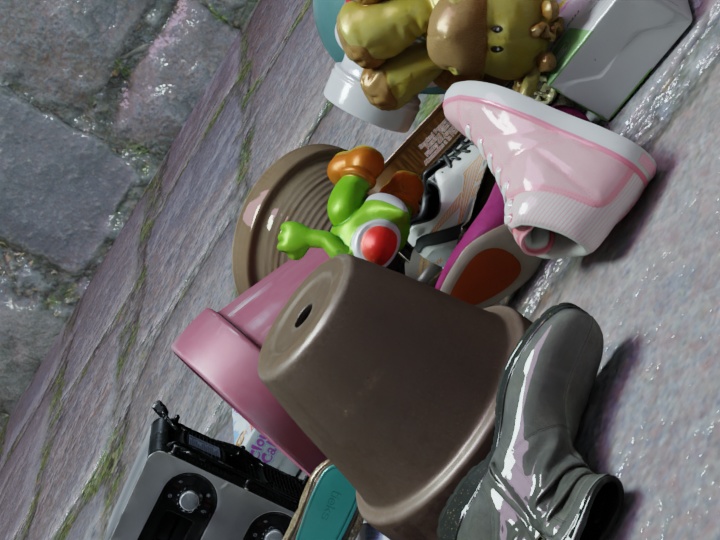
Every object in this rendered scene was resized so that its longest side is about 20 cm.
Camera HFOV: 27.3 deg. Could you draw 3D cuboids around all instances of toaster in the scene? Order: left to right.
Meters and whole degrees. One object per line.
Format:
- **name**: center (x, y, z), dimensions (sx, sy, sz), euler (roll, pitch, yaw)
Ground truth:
- **toaster**: center (-0.132, 0.222, 1.351), dimensions (0.119, 0.181, 0.200), euler (-63, 9, 2)

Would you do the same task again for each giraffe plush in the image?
- **giraffe plush**: center (0.096, -0.207, 1.248), dimensions (0.200, 0.173, 0.162), euler (-29, 34, -7)

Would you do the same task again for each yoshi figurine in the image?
- **yoshi figurine**: center (-0.012, 0.003, 1.261), dimensions (0.112, 0.112, 0.200), euler (72, -153, -55)

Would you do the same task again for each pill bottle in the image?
- **pill bottle**: center (0.044, -0.237, 1.381), dimensions (0.120, 0.119, 0.200), euler (-111, 43, -68)

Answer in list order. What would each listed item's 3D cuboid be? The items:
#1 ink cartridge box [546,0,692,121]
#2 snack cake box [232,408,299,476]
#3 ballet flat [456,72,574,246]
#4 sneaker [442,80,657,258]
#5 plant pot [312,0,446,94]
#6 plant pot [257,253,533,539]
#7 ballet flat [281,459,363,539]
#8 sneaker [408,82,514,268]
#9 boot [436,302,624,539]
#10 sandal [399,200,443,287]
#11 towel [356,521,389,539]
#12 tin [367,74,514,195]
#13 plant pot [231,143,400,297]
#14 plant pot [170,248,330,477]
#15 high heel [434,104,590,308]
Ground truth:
- **ink cartridge box**: center (0.212, -0.235, 1.267), dimensions (0.117, 0.067, 0.200), euler (-52, 19, 33)
- **snack cake box**: center (-0.082, 0.125, 1.578), dimensions (0.115, 0.067, 0.200), euler (-57, 17, 15)
- **ballet flat**: center (0.130, -0.086, 1.280), dimensions (0.067, 0.046, 0.200), euler (15, 78, 42)
- **sneaker**: center (0.122, -0.075, 1.147), dimensions (0.200, 0.075, 0.105), euler (28, 85, 39)
- **plant pot**: center (0.075, -0.272, 1.534), dimensions (0.201, 0.200, 0.161), euler (-60, 37, 5)
- **plant pot**: center (0.022, 0.083, 1.108), dimensions (0.200, 0.174, 0.200), euler (-48, 18, 22)
- **ballet flat**: center (-0.044, 0.246, 1.226), dimensions (0.200, 0.070, 0.065), euler (-59, -10, 0)
- **sneaker**: center (0.107, -0.092, 1.341), dimensions (0.200, 0.080, 0.074), euler (-64, 14, -12)
- **boot**: center (0.135, 0.126, 0.971), dimensions (0.131, 0.068, 0.200), euler (19, 84, 63)
- **sandal**: center (0.055, -0.036, 1.439), dimensions (0.082, 0.055, 0.200), euler (-51, 14, 31)
- **towel**: center (0.005, 0.265, 1.177), dimensions (0.200, 0.024, 0.147), euler (-21, 44, 65)
- **tin**: center (0.082, -0.136, 1.422), dimensions (0.200, 0.042, 0.112), euler (-46, 2, 16)
- **plant pot**: center (-0.025, -0.021, 1.493), dimensions (0.093, 0.201, 0.201), euler (20, 81, 41)
- **plant pot**: center (-0.042, 0.073, 1.362), dimensions (0.179, 0.200, 0.200), euler (-47, 15, -7)
- **high heel**: center (0.124, -0.049, 1.236), dimensions (0.200, 0.067, 0.096), euler (-45, 29, 6)
